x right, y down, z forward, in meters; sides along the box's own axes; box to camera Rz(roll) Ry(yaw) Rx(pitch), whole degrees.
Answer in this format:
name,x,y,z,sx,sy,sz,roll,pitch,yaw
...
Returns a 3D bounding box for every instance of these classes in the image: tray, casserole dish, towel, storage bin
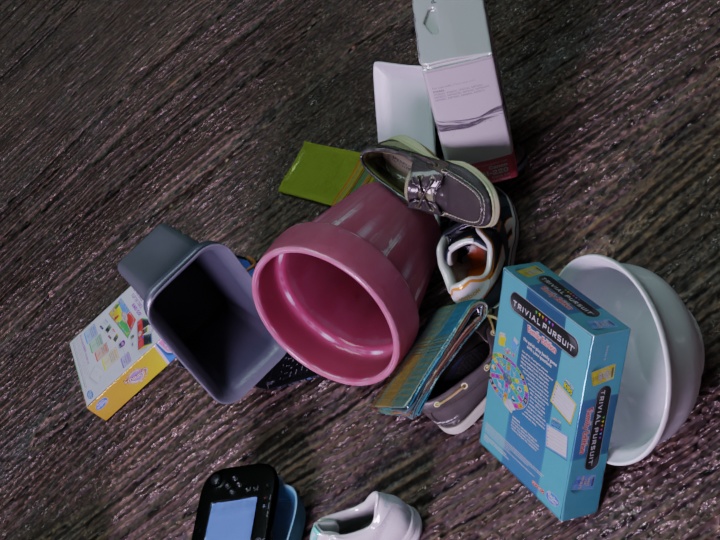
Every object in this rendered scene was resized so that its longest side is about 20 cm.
name,x,y,z,sx,sy,sz,roll,pitch,yaw
tray,0.062,-0.155,1.752,0.022,0.202,0.107,-16,20,-35
casserole dish,-0.121,0.329,1.607,0.120,0.039,0.202,-7,55,40
towel,0.072,0.097,1.549,0.147,0.022,0.200,-55,5,-10
storage bin,-0.189,0.033,1.698,0.146,0.201,0.134,-44,42,-11
towel,-0.034,-0.127,1.921,0.199,0.018,0.087,17,71,50

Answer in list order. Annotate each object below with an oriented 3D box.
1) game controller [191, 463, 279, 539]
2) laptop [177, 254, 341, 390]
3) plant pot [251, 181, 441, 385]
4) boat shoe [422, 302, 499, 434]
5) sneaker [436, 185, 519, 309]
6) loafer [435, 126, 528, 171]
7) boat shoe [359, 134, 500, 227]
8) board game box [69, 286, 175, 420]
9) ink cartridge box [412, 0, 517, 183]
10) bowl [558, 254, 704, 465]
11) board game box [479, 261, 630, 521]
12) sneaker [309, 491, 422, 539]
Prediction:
name,x,y,z,sx,sy,sz,roll,pitch,yaw
game controller,-0.145,0.309,1.583,0.104,0.042,0.202,-19,48,33
laptop,-0.109,0.047,1.775,0.199,0.103,0.179,-20,47,44
plant pot,0.000,0.000,1.650,0.199,0.201,0.179,-5,35,41
boat shoe,0.140,0.084,1.542,0.202,0.061,0.072,-52,38,-4
sneaker,0.135,-0.036,1.635,0.078,0.079,0.201,-26,42,26
loafer,0.115,-0.148,1.747,0.199,0.063,0.072,5,42,47
boat shoe,0.075,-0.094,1.600,0.064,0.074,0.199,-17,31,-34
board game box,-0.312,0.090,1.987,0.200,0.040,0.153,-41,39,9
ink cartridge box,0.120,-0.215,1.625,0.084,0.201,0.147,-12,50,9
bowl,0.266,0.081,1.370,0.201,0.089,0.203,24,117,60
board game box,0.185,0.116,1.387,0.151,0.046,0.202,42,132,52
sneaker,-0.034,0.301,1.505,0.200,0.088,0.075,-42,40,8
